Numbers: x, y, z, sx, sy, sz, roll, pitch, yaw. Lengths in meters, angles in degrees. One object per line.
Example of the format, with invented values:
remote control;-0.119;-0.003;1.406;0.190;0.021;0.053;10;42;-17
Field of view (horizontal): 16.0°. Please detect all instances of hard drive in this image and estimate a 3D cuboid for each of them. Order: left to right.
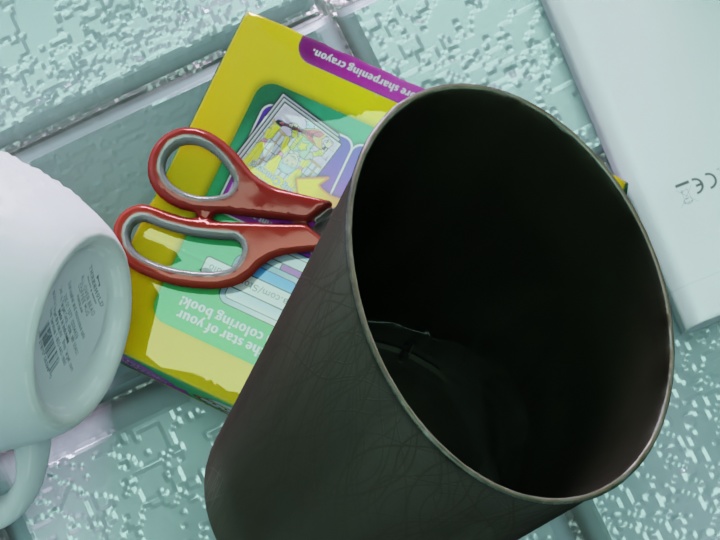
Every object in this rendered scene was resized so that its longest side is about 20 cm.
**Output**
hard drive;0.176;-0.086;1.222;0.131;0.027;0.201;-21;79;-2

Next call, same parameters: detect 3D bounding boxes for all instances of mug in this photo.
mug;-0.197;0.031;1.148;0.174;0.148;0.201;12;124;22

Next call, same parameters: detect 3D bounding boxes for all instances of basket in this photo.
basket;0.020;0.053;1.041;0.135;0.200;0.181;5;59;-23

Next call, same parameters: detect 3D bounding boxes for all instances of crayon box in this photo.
crayon box;0.000;0.000;1.196;0.199;0.058;0.173;25;82;7

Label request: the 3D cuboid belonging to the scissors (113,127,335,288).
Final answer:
scissors;-0.013;-0.014;1.164;0.199;0.014;0.074;13;78;5
